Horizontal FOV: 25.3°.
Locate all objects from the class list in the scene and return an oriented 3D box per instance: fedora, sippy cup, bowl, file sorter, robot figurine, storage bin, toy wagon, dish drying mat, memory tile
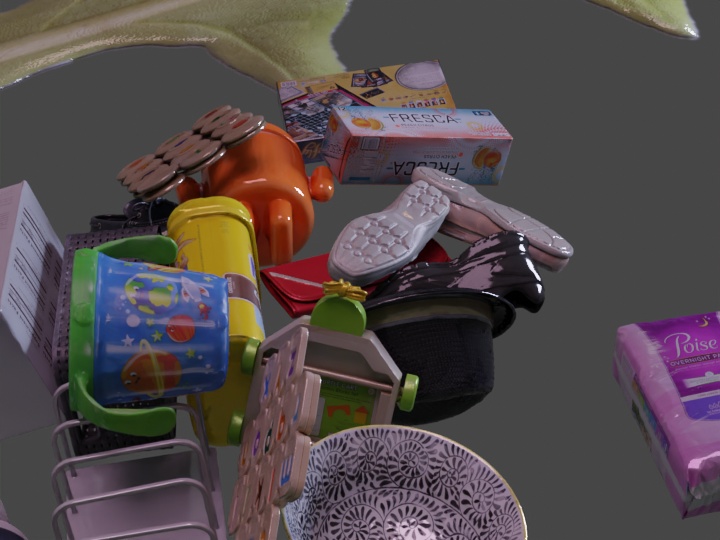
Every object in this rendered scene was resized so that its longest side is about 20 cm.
[{"bbox_3d":[0.052,0.087,1.472,0.200,0.201,0.092,-10,68,-6],"label":"fedora"},{"bbox_3d":[-0.176,0.051,1.346,0.130,0.140,0.178,1,82,-8],"label":"sippy cup"},{"bbox_3d":[0.027,0.229,1.306,0.200,0.094,0.201,8,39,-7],"label":"bowl"},{"bbox_3d":[-0.189,0.196,1.362,0.138,0.125,0.200,-9,39,-4],"label":"file sorter"},{"bbox_3d":[-0.109,-0.083,1.708,0.144,0.117,0.200,-36,34,17],"label":"robot figurine"},{"bbox_3d":[-0.227,0.065,1.519,0.093,0.135,0.200,-5,39,0],"label":"storage bin"},{"bbox_3d":[-0.028,0.100,1.401,0.155,0.201,0.040,13,17,2],"label":"toy wagon"},{"bbox_3d":[0.000,0.000,1.639,0.200,0.018,0.077,-16,41,-29],"label":"dish drying mat"},{"bbox_3d":[-0.181,-0.125,1.681,0.153,0.017,0.200,-34,17,-9],"label":"memory tile"}]

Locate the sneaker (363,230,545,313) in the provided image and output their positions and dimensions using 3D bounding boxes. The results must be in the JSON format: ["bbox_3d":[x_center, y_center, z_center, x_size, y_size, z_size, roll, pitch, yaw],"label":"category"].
[{"bbox_3d":[0.089,0.034,1.576,0.200,0.076,0.091,-24,66,-5],"label":"sneaker"}]

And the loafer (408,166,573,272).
[{"bbox_3d":[0.130,-0.041,1.684,0.200,0.063,0.072,31,20,26],"label":"loafer"}]

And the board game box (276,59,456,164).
[{"bbox_3d":[0.007,-0.187,1.889,0.199,0.035,0.136,-8,39,-4],"label":"board game box"}]

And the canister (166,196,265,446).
[{"bbox_3d":[-0.132,0.049,1.522,0.086,0.149,0.200,-7,41,-5],"label":"canister"}]

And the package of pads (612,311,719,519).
[{"bbox_3d":[0.312,0.125,1.433,0.120,0.076,0.200,-8,39,-8],"label":"package of pads"}]

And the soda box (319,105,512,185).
[{"bbox_3d":[0.061,-0.135,1.751,0.199,0.064,0.068,0,35,-25],"label":"soda box"}]

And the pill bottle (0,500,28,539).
[{"bbox_3d":[-0.312,0.269,1.289,0.119,0.120,0.200,-17,40,-14],"label":"pill bottle"}]

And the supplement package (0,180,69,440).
[{"bbox_3d":[-0.381,0.052,1.516,0.191,0.147,0.200,-17,38,9],"label":"supplement package"}]

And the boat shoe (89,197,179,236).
[{"bbox_3d":[-0.213,-0.046,1.647,0.200,0.062,0.075,-12,-3,43],"label":"boat shoe"}]

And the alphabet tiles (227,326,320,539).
[{"bbox_3d":[-0.071,0.152,1.296,0.015,0.200,0.196,15,67,-14],"label":"alphabet tiles"}]

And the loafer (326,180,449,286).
[{"bbox_3d":[0.026,-0.025,1.604,0.070,0.070,0.200,38,36,14],"label":"loafer"}]
